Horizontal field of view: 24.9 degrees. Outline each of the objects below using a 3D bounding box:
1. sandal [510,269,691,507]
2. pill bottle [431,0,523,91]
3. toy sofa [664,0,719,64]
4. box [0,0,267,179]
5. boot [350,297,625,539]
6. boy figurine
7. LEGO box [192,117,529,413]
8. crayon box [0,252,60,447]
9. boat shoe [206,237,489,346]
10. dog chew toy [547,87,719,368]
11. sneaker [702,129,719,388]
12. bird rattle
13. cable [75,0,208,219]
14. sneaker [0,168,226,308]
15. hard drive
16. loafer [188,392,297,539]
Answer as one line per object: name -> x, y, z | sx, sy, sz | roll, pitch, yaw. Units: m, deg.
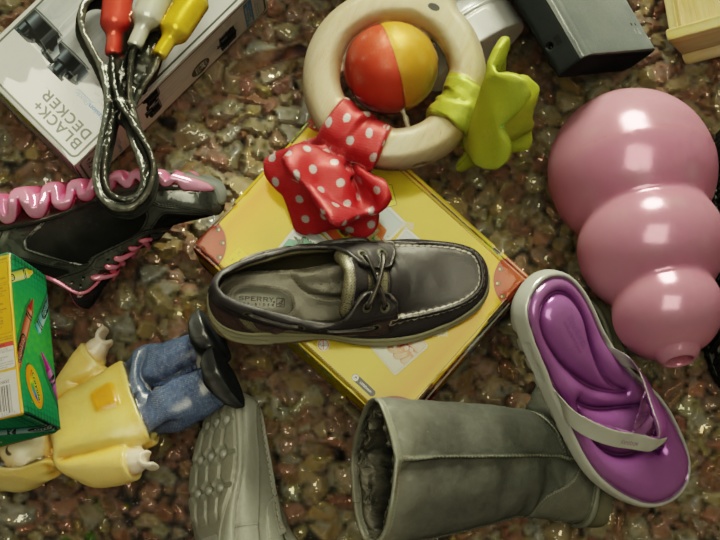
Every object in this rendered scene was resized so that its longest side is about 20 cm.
sandal -> 0.170, 0.089, 1.116 | 0.083, 0.050, 0.203 | -47, 112, -21
pill bottle -> 0.033, -0.239, 1.215 | 0.112, 0.112, 0.201 | -33, 83, -6
toy sofa -> 0.268, -0.265, 1.248 | 0.082, 0.097, 0.202 | -12, 80, 22
box -> -0.178, -0.177, 1.226 | 0.200, 0.060, 0.117 | -44, 83, -8
boot -> 0.089, 0.101, 1.137 | 0.199, 0.072, 0.183 | 6, 78, -25
boy figurine -> -0.186, 0.098, 1.166 | 0.199, 0.065, 0.125 | -23, 58, 7
LEGO box -> 0.000, 0.000, 1.188 | 0.200, 0.077, 0.149 | 42, 82, 6
crayon box -> -0.317, 0.074, 1.145 | 0.198, 0.058, 0.120 | -15, 68, 12
boat shoe -> -0.008, 0.013, 1.113 | 0.198, 0.065, 0.073 | -3, 78, -2
dog chew toy -> 0.205, -0.027, 1.161 | 0.123, 0.125, 0.201 | -8, 66, -2
sneaker -> 0.295, -0.006, 1.198 | 0.079, 0.074, 0.202 | 6, 80, -2
bird rattle -> 0.023, -0.114, 1.134 | 0.199, 0.113, 0.164 | -18, 76, 9
cable -> -0.169, -0.136, 1.144 | 0.096, 0.050, 0.201 | 10, 62, 3
sneaker -> -0.187, -0.022, 1.186 | 0.198, 0.079, 0.096 | -9, 87, 17
hard drive -> 0.134, -0.239, 1.211 | 0.033, 0.139, 0.201 | -34, 80, 31
loafer -> -0.081, 0.188, 1.167 | 0.069, 0.070, 0.202 | 10, 72, -37
